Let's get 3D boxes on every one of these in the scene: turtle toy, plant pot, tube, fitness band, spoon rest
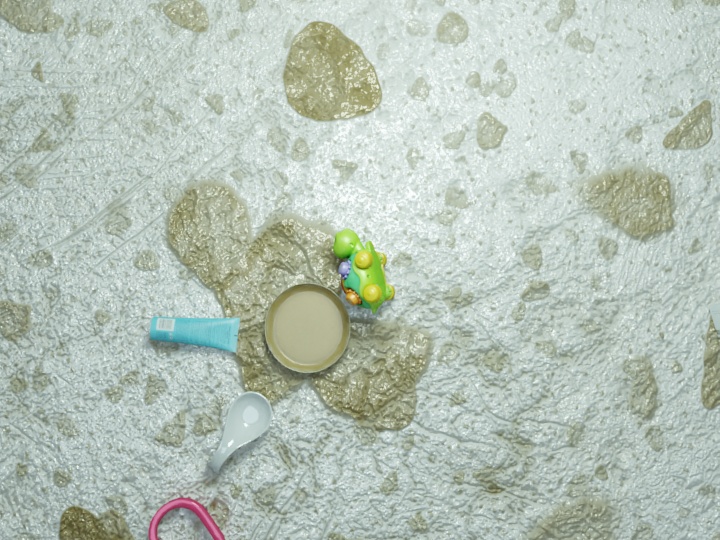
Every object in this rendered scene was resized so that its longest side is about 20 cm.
[{"bbox_3d":[0.000,0.000,1.711,0.099,0.145,0.204,-17,84,19],"label":"turtle toy"},{"bbox_3d":[-0.120,0.131,1.740,0.195,0.027,0.205,0,84,0],"label":"plant pot"},{"bbox_3d":[-0.377,0.139,1.728,0.195,0.050,0.079,6,88,-5],"label":"tube"},{"bbox_3d":[-0.381,0.604,1.685,0.143,0.037,0.201,-36,87,-7],"label":"fitness band"},{"bbox_3d":[-0.274,0.365,1.697,0.099,0.061,0.202,34,85,2],"label":"spoon rest"}]

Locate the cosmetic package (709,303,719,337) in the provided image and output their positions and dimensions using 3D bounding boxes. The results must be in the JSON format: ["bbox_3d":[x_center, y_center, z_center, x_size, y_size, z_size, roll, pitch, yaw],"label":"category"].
[{"bbox_3d":[0.914,0.091,1.720,0.196,0.113,0.083,-13,85,-4],"label":"cosmetic package"}]
